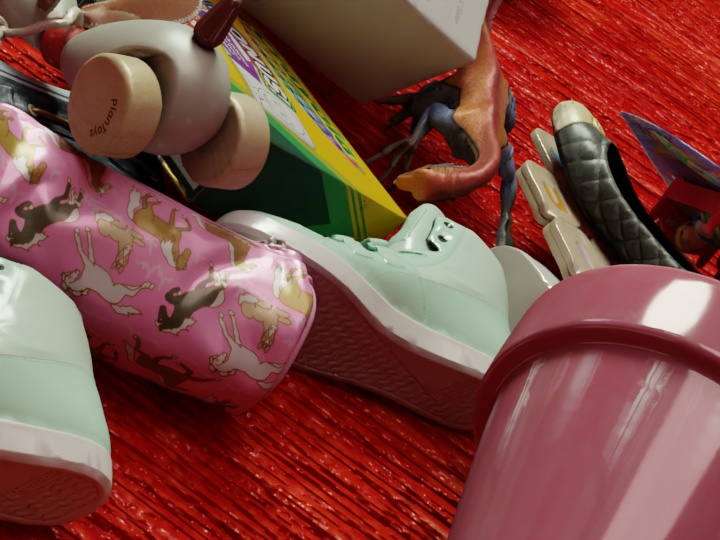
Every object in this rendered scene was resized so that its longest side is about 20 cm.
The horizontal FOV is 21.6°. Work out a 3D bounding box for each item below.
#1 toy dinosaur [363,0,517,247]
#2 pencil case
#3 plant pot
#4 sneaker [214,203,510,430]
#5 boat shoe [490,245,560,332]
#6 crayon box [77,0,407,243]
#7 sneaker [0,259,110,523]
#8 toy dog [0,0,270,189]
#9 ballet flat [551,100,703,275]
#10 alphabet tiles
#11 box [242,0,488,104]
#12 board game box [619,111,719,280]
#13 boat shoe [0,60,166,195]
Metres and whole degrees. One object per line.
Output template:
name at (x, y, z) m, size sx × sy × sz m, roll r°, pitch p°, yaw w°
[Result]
toy dinosaur at (0.058, -0.098, 1.183) m, size 0.105 × 0.201 × 0.181 m, roll 9°, pitch 4°, yaw -8°
pencil case at (-0.122, -0.006, 0.927) m, size 0.199 × 0.083 × 0.087 m, roll 27°, pitch 43°, yaw -20°
plant pot at (0.126, 0.127, 0.909) m, size 0.200 × 0.200 × 0.179 m, roll 35°, pitch 47°, yaw 4°
sneaker at (0.000, 0.000, 1.053) m, size 0.200 × 0.074 × 0.118 m, roll 30°, pitch 40°, yaw -23°
boat shoe at (0.133, 0.068, 1.098) m, size 0.068 × 0.072 × 0.200 m, roll 20°, pitch 22°, yaw -50°
crayon box at (-0.081, -0.103, 1.087) m, size 0.200 × 0.058 × 0.172 m, roll 54°, pitch 15°, yaw 28°
sneaker at (-0.203, 0.034, 0.818) m, size 0.200 × 0.074 × 0.119 m, roll 22°, pitch 40°, yaw -35°
toy dog at (-0.119, -0.125, 0.948) m, size 0.200 × 0.097 × 0.132 m, roll 36°, pitch 17°, yaw 19°
ballet flat at (0.180, -0.029, 1.174) m, size 0.066 × 0.057 × 0.200 m, roll 15°, pitch 41°, yaw -57°
alphabet tiles at (0.174, -0.002, 1.215) m, size 0.200 × 0.015 × 0.196 m, roll 26°, pitch 32°, yaw -45°
box at (-0.012, -0.229, 1.188) m, size 0.200 × 0.106 × 0.153 m, roll 38°, pitch 54°, yaw -32°
board game box at (0.228, -0.021, 1.200) m, size 0.158 × 0.039 × 0.200 m, roll 40°, pitch 0°, yaw 29°
boat shoe at (-0.184, -0.059, 0.978) m, size 0.200 × 0.071 × 0.091 m, roll 13°, pitch 33°, yaw -33°
